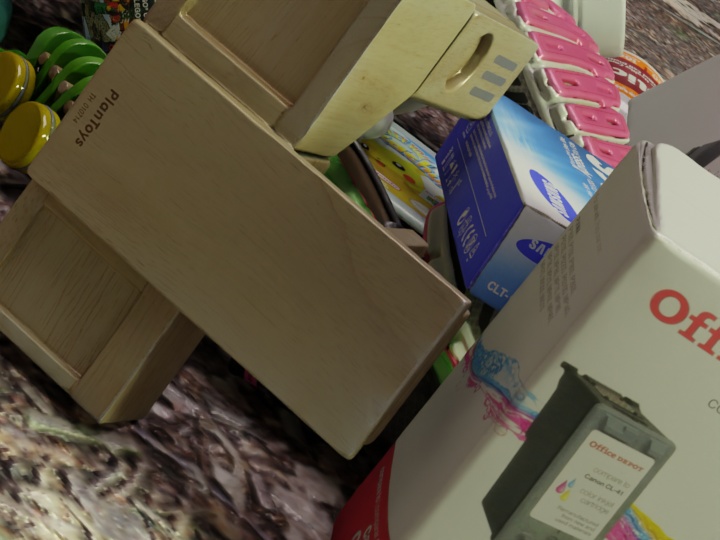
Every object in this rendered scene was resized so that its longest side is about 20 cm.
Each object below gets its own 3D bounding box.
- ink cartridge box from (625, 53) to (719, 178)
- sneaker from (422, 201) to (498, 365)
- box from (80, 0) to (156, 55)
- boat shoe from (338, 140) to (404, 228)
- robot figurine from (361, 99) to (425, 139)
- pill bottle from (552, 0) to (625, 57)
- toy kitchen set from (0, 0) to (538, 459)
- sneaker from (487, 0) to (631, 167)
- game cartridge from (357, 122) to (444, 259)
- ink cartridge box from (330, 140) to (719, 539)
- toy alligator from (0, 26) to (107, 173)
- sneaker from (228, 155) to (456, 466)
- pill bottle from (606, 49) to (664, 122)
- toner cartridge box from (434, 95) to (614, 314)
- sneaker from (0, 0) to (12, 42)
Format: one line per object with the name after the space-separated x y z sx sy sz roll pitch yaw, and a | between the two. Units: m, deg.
0.210 0.003 1.164 0.145 0.083 0.201 43 40 -31 | ink cartridge box
0.089 0.049 0.928 0.074 0.087 0.201 65 2 -61 | sneaker
-0.106 -0.155 1.083 0.037 0.138 0.200 -1 21 4 | box
0.000 0.000 1.005 0.074 0.060 0.200 30 20 -31 | boat shoe
-0.004 -0.157 1.158 0.200 0.112 0.171 35 52 -46 | robot figurine
0.060 -0.176 1.309 0.198 0.115 0.114 -1 21 4 | pill bottle
-0.009 -0.019 0.842 0.163 0.200 0.180 41 11 16 | toy kitchen set
0.092 -0.057 1.109 0.073 0.087 0.201 9 53 -49 | sneaker
0.010 -0.048 1.178 0.199 0.041 0.133 37 15 2 | game cartridge
0.100 0.078 0.774 0.147 0.200 0.086 32 25 -10 | ink cartridge box
-0.116 -0.052 0.929 0.059 0.054 0.200 29 20 -43 | toy alligator
-0.009 0.040 0.899 0.201 0.083 0.077 61 -5 24 | sneaker
0.137 -0.067 1.315 0.114 0.114 0.200 35 19 -2 | pill bottle
0.085 -0.015 0.890 0.095 0.043 0.200 31 14 -11 | toner cartridge box
-0.209 -0.140 0.943 0.071 0.080 0.200 43 17 20 | sneaker
